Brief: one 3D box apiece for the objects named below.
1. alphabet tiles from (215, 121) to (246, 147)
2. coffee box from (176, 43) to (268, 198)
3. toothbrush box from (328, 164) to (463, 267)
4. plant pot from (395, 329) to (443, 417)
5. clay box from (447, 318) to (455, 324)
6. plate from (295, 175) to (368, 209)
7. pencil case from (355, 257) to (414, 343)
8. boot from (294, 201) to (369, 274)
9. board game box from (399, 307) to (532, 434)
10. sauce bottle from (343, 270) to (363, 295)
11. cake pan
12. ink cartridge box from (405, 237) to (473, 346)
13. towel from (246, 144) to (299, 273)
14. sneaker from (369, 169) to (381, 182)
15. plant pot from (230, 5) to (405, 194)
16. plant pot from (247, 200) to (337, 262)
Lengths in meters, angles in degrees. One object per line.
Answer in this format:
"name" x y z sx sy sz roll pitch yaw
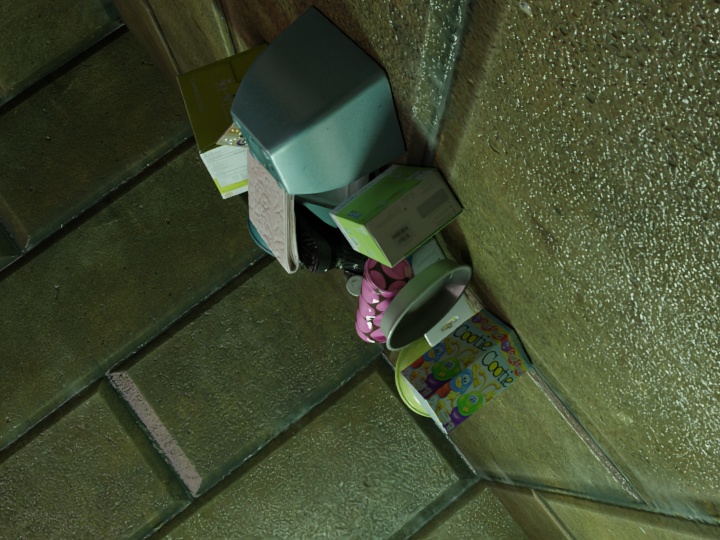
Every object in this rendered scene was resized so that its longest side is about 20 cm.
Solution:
"alphabet tiles" -0.150 -0.278 1.476 0.200 0.167 0.008 -35 63 46
"coffee box" -0.237 -0.304 1.642 0.198 0.200 0.200 75 175 -68
"toothbrush box" 0.052 -0.094 1.281 0.086 0.146 0.200 55 171 -19
"plant pot" 0.203 0.226 1.727 0.200 0.200 0.184 54 161 -9
"clay box" 0.119 0.082 1.670 0.115 0.200 0.048 88 -179 -76
"plate" -0.080 -0.192 1.406 0.199 0.032 0.200 16 129 18
"pencil case" 0.044 0.050 1.412 0.094 0.091 0.200 10 149 2
"boot" -0.046 -0.057 1.460 0.211 0.158 0.080 52 135 45
"board game box" 0.192 0.181 1.457 0.103 0.200 0.105 58 171 -32
"sauce bottle" 0.000 0.000 1.545 0.066 0.066 0.200 54 -169 -8
"cake pan" 0.110 0.055 1.381 0.037 0.200 0.200 46 170 21
"ink cartridge box" 0.123 0.034 1.528 0.200 0.116 0.067 59 169 -32
"towel" -0.158 -0.123 1.432 0.200 0.032 0.191 -129 33 -48
"sneaker" 0.003 -0.129 1.503 0.200 0.115 0.076 56 171 -20
"plant pot" -0.079 -0.235 1.221 0.196 0.200 0.196 49 171 29
"plant pot" -0.117 -0.152 1.587 0.200 0.200 0.188 49 147 23
